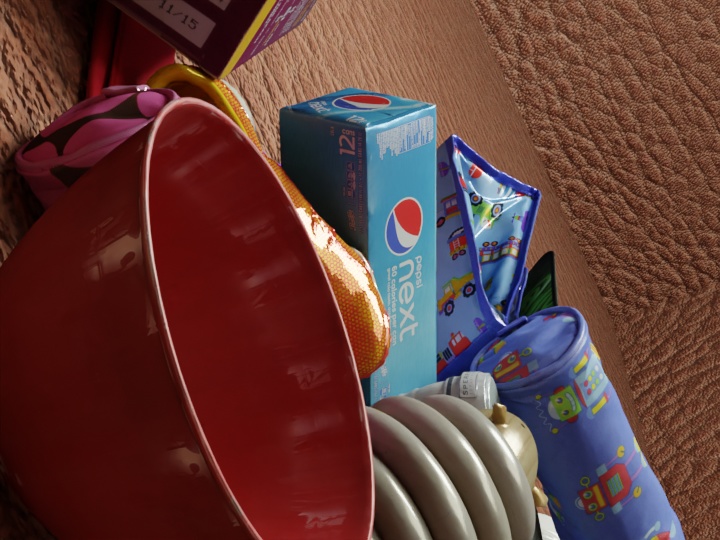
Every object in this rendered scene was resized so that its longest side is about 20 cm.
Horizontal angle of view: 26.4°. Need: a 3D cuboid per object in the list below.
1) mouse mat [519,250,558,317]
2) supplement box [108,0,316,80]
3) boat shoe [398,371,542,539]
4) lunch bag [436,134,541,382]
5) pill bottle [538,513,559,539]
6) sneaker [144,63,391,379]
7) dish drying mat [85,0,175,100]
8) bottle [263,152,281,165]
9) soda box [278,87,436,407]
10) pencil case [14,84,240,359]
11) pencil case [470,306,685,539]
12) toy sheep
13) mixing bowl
[{"bbox_3d":[0.073,0.081,1.073,0.008,0.200,0.161,38,18,-7],"label":"mouse mat"},{"bbox_3d":[-0.082,-0.202,0.881,0.131,0.103,0.200,35,21,0],"label":"supplement box"},{"bbox_3d":[0.066,0.147,0.922,0.074,0.067,0.200,-68,146,-61],"label":"boat shoe"},{"bbox_3d":[0.053,0.027,1.117,0.094,0.151,0.200,30,36,-21],"label":"lunch bag"},{"bbox_3d":[0.125,0.267,1.146,0.200,0.114,0.115,-75,143,-69],"label":"pill bottle"},{"bbox_3d":[-0.057,-0.022,0.823,0.200,0.073,0.077,52,9,4],"label":"sneaker"},{"bbox_3d":[-0.128,-0.117,0.881,0.200,0.018,0.077,-95,162,-49],"label":"dish drying mat"},{"bbox_3d":[-0.046,-0.008,0.954,0.200,0.065,0.084,57,21,-44],"label":"bottle"},{"bbox_3d":[0.000,0.000,0.893,0.064,0.068,0.200,-23,120,-45],"label":"soda box"},{"bbox_3d":[-0.082,0.002,0.743,0.094,0.091,0.200,-55,130,-41],"label":"pencil case"},{"bbox_3d":[0.137,0.116,0.963,0.200,0.078,0.087,62,-6,-27],"label":"pencil case"},{"bbox_3d":[0.012,0.130,0.789,0.138,0.200,0.138,40,-32,32],"label":"toy sheep"},{"bbox_3d":[-0.081,0.044,0.616,0.200,0.108,0.201,-19,90,-74],"label":"mixing bowl"}]
